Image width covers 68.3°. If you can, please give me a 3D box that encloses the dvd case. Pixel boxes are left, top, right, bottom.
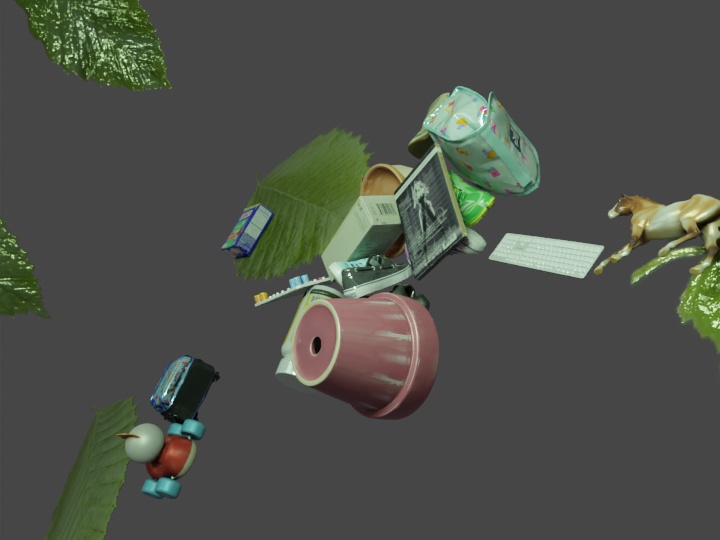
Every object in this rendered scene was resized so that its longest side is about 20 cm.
[{"bbox_3d":[0.122,-0.106,0.970,0.149,0.016,0.203,-47,46,47],"label":"dvd case"}]

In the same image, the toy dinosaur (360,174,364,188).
[{"bbox_3d":[0.023,-0.199,1.382,0.200,0.060,0.107,-43,29,22],"label":"toy dinosaur"}]

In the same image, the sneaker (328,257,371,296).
[{"bbox_3d":[0.000,0.000,1.062,0.082,0.074,0.200,-45,-16,8],"label":"sneaker"}]

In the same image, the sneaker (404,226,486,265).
[{"bbox_3d":[0.150,-0.038,0.988,0.200,0.072,0.116,39,111,59],"label":"sneaker"}]

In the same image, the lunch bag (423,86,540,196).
[{"bbox_3d":[0.225,-0.224,0.951,0.122,0.170,0.200,-45,27,6],"label":"lunch bag"}]

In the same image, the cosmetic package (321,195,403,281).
[{"bbox_3d":[0.007,-0.064,1.107,0.200,0.102,0.074,-50,56,45],"label":"cosmetic package"}]

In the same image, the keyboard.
[{"bbox_3d":[0.275,-0.026,0.809,0.057,0.011,0.199,-57,26,-7],"label":"keyboard"}]

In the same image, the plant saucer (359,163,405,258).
[{"bbox_3d":[0.062,-0.129,1.149,0.199,0.037,0.204,30,125,55],"label":"plant saucer"}]

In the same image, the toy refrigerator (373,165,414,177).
[{"bbox_3d":[0.098,-0.194,1.214,0.200,0.074,0.071,-141,47,-64],"label":"toy refrigerator"}]

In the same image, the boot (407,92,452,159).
[{"bbox_3d":[0.209,-0.358,1.259,0.199,0.072,0.156,-10,47,55],"label":"boot"}]

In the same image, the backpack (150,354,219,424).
[{"bbox_3d":[-0.526,0.352,1.545,0.199,0.134,0.185,-23,38,50],"label":"backpack"}]

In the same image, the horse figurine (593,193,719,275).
[{"bbox_3d":[0.367,-0.049,0.629,0.132,0.050,0.199,-43,14,-19],"label":"horse figurine"}]

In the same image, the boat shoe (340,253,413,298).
[{"bbox_3d":[0.030,0.002,1.000,0.069,0.067,0.198,-20,0,42],"label":"boat shoe"}]

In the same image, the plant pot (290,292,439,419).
[{"bbox_3d":[-0.003,0.125,0.835,0.198,0.177,0.204,-22,60,45],"label":"plant pot"}]

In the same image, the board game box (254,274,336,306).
[{"bbox_3d":[-0.121,0.030,1.227,0.198,0.026,0.199,-16,-5,-42],"label":"board game box"}]

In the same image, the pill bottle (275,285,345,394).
[{"bbox_3d":[-0.097,0.144,1.105,0.113,0.114,0.203,-19,42,49],"label":"pill bottle"}]

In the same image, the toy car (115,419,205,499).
[{"bbox_3d":[-0.536,0.454,1.357,0.176,0.199,0.187,-24,37,44],"label":"toy car"}]

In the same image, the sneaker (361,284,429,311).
[{"bbox_3d":[0.063,0.066,0.995,0.091,0.066,0.199,-56,30,-12],"label":"sneaker"}]

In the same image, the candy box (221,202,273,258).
[{"bbox_3d":[-0.446,-0.155,2.086,0.168,0.077,0.202,-7,51,57],"label":"candy box"}]

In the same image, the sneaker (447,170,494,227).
[{"bbox_3d":[0.183,-0.142,1.020,0.074,0.083,0.200,-51,27,1],"label":"sneaker"}]
